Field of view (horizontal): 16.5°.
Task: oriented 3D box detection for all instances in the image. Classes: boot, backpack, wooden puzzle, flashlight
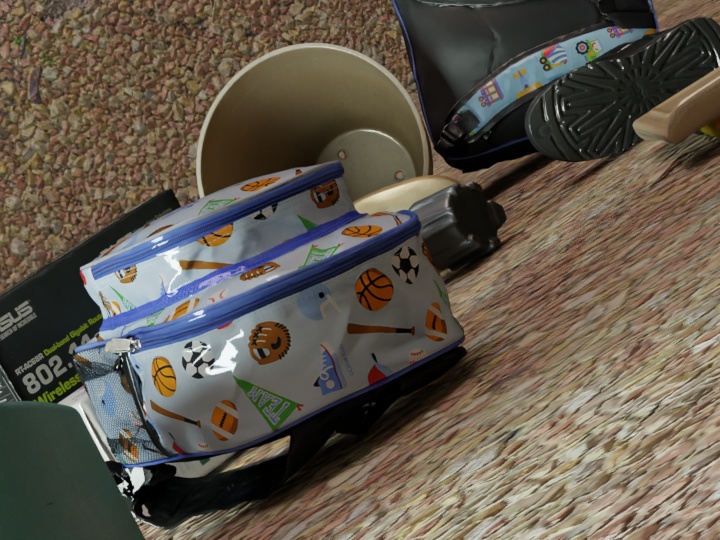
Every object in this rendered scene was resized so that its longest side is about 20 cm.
[{"bbox_3d":[0.023,-0.032,1.788,0.201,0.071,0.144,-35,6,33],"label":"boot"},{"bbox_3d":[-0.043,0.026,1.286,0.200,0.155,0.190,-31,15,-27],"label":"backpack"},{"bbox_3d":[0.140,-0.185,2.009,0.199,0.184,0.135,-17,-10,7],"label":"backpack"},{"bbox_3d":[0.171,-0.126,1.828,0.164,0.066,0.200,-24,7,-12],"label":"boot"},{"bbox_3d":[0.262,-0.128,1.545,0.185,0.037,0.200,-32,1,2],"label":"wooden puzzle"},{"bbox_3d":[0.000,0.000,1.683,0.200,0.068,0.068,-27,33,36],"label":"flashlight"}]

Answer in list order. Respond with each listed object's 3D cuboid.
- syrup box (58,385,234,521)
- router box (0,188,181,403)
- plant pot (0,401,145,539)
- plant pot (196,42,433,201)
[{"bbox_3d":[-0.097,0.071,1.487,0.200,0.082,0.079,-34,5,-38],"label":"syrup box"},{"bbox_3d":[-0.161,0.058,1.601,0.062,0.150,0.200,-25,9,47],"label":"router box"},{"bbox_3d":[-0.193,0.143,1.118,0.141,0.142,0.200,-28,-1,30],"label":"plant pot"},{"bbox_3d":[-0.016,-0.079,2.021,0.187,0.188,0.200,-31,-8,10],"label":"plant pot"}]
